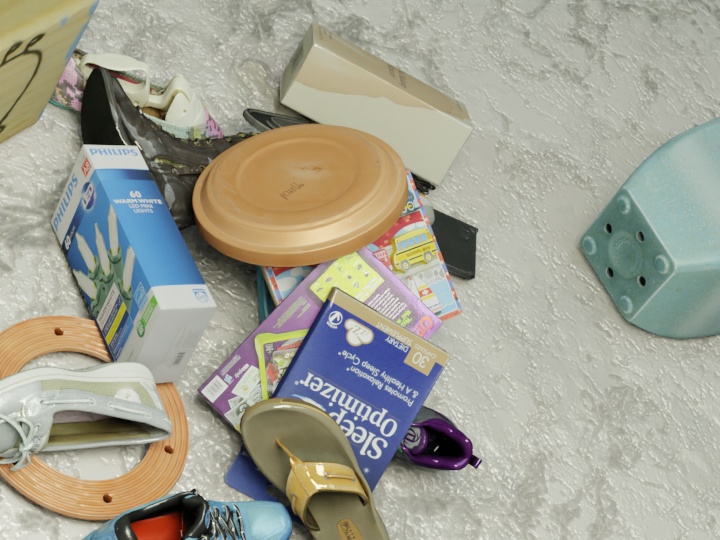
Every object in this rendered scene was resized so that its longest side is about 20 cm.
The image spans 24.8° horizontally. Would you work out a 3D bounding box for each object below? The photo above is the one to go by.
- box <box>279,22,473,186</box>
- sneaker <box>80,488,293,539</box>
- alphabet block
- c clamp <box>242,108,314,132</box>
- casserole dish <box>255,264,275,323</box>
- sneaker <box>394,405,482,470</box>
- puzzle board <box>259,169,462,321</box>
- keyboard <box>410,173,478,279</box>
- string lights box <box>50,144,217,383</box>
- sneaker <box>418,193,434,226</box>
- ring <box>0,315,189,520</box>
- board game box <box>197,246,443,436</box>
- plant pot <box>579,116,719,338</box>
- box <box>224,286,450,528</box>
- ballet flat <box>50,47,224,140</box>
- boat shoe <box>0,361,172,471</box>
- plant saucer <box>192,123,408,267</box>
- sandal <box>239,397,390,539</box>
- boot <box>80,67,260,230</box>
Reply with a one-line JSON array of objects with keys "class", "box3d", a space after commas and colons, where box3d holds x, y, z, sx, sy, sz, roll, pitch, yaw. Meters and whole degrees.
[{"class": "box", "box3d": [0.016, -0.181, 1.782, 0.199, 0.078, 0.095, 26, 19, -15]}, {"class": "sneaker", "box3d": [-0.132, 0.222, 1.345, 0.199, 0.090, 0.079, -5, 58, -40]}, {"class": "alphabet block", "box3d": [-0.388, -0.217, 1.463, 0.196, 0.196, 0.200, 42, 43, 6]}, {"class": "c clamp", "box3d": [-0.036, -0.119, 1.670, 0.170, 0.027, 0.200, 30, 13, 20]}, {"class": "casserole dish", "box3d": [-0.050, 0.025, 1.610, 0.121, 0.039, 0.201, 15, 49, -25]}, {"class": "sneaker", "box3d": [0.018, 0.134, 1.514, 0.199, 0.087, 0.075, 20, 87, -21]}, {"class": "puzzle board", "box3d": [0.000, 0.000, 1.546, 0.199, 0.017, 0.151, -21, 89, -36]}, {"class": "keyboard", "box3d": [0.039, -0.067, 1.765, 0.199, 0.021, 0.127, 23, 46, -19]}, {"class": "string lights box", "box3d": [-0.205, -0.007, 1.461, 0.059, 0.103, 0.200, -3, 48, -36]}, {"class": "sneaker", "box3d": [-0.004, -0.017, 1.604, 0.199, 0.076, 0.092, -16, 86, -35]}, {"class": "ring", "box3d": [-0.241, 0.126, 1.404, 0.200, 0.019, 0.201, 20, 45, -21]}, {"class": "board game box", "box3d": [-0.036, 0.077, 1.474, 0.120, 0.200, 0.032, 45, -2, 2]}, {"class": "plant pot", "box3d": [0.369, -0.039, 1.855, 0.199, 0.197, 0.196, -14, 64, -32]}, {"class": "box", "box3d": [-0.021, 0.131, 1.445, 0.121, 0.201, 0.032, 30, 2, -10]}, {"class": "ballet flat", "box3d": [-0.216, -0.173, 1.635, 0.199, 0.071, 0.069, 19, 39, -22]}, {"class": "boat shoe", "box3d": [-0.245, 0.123, 1.338, 0.201, 0.074, 0.065, -5, 53, -46]}, {"class": "plant saucer", "box3d": [-0.056, -0.077, 1.500, 0.199, 0.032, 0.201, -5, 39, 4]}, {"class": "sandal", "box3d": [-0.032, 0.194, 1.405, 0.201, 0.080, 0.054, 61, 6, -16]}, {"class": "boot", "box3d": [-0.167, -0.114, 1.593, 0.174, 0.069, 0.201, -13, 72, -38]}]
